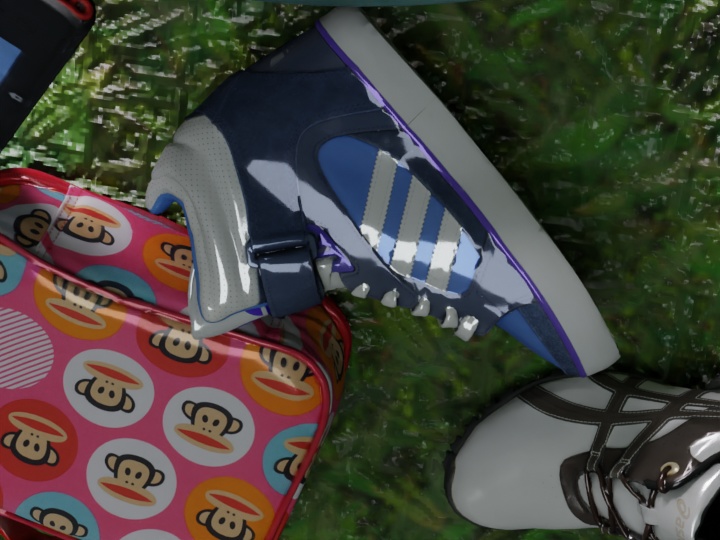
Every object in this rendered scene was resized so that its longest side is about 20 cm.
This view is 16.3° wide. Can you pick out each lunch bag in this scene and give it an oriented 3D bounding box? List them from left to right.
[{"bbox_3d":[-0.116,0.063,1.158,0.199,0.082,0.177,23,120,-3],"label":"lunch bag"}]

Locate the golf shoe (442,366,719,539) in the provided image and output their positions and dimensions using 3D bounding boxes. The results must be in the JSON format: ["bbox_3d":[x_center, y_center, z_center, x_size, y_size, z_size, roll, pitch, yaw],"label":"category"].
[{"bbox_3d":[0.127,0.090,1.122,0.199,0.095,0.078,-13,116,18],"label":"golf shoe"}]

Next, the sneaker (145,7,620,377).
[{"bbox_3d":[0.000,0.000,1.084,0.146,0.081,0.200,-39,97,4],"label":"sneaker"}]

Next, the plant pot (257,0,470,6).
[{"bbox_3d":[-0.022,-0.186,0.981,0.199,0.142,0.142,14,119,-8],"label":"plant pot"}]

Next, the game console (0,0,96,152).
[{"bbox_3d":[-0.207,-0.121,1.045,0.177,0.031,0.200,37,157,-8],"label":"game console"}]
